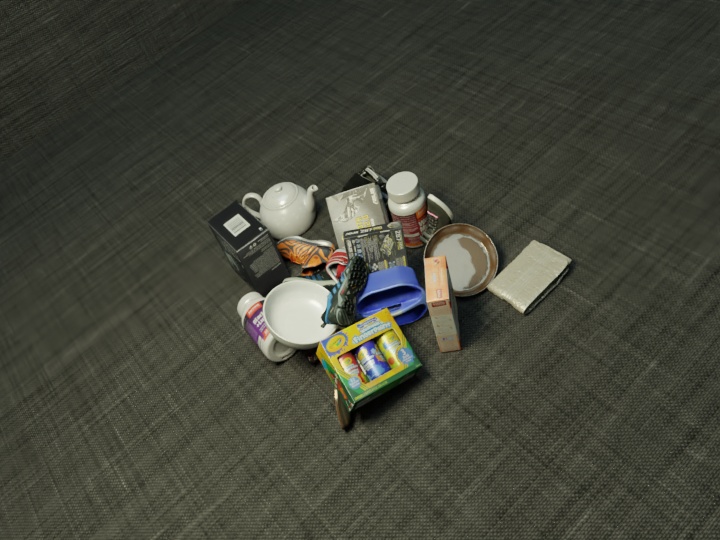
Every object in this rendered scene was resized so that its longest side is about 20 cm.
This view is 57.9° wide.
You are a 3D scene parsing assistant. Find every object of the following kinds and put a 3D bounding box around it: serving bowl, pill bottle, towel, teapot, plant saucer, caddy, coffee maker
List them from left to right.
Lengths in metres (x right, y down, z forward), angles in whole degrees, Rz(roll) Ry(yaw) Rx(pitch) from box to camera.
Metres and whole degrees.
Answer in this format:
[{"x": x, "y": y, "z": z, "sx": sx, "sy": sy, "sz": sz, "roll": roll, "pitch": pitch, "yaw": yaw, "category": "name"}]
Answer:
[{"x": -0.253, "y": 0.145, "z": 1.755, "sx": 0.111, "sy": 0.113, "sz": 0.199, "roll": -37, "pitch": 47, "yaw": -14, "category": "pill bottle"}, {"x": -0.243, "y": -0.205, "z": 2.042, "sx": 0.199, "sy": 0.148, "sz": 0.197, "roll": -38, "pitch": 47, "yaw": -14, "category": "teapot"}, {"x": -0.151, "y": 0.122, "z": 1.649, "sx": 0.194, "sy": 0.067, "sz": 0.203, "roll": 7, "pitch": 47, "yaw": -8, "category": "serving bowl"}, {"x": 0.041, "y": -0.192, "z": 1.951, "sx": 0.199, "sy": 0.134, "sz": 0.194, "roll": 37, "pitch": 93, "yaw": 42, "category": "coffee maker"}, {"x": 0.077, "y": 0.079, "z": 1.667, "sx": 0.195, "sy": 0.143, "sz": 0.106, "roll": -16, "pitch": 42, "yaw": 8, "category": "caddy"}, {"x": 0.137, "y": -0.169, "z": 1.822, "sx": 0.107, "sy": 0.202, "sz": 0.111, "roll": -10, "pitch": 46, "yaw": 11, "category": "pill bottle"}, {"x": 0.264, "y": -0.025, "z": 1.720, "sx": 0.194, "sy": 0.032, "sz": 0.205, "roll": -1, "pitch": 69, "yaw": 3, "category": "plant saucer"}, {"x": 0.433, "y": 0.014, "z": 1.663, "sx": 0.199, "sy": 0.035, "sz": 0.132, "roll": -41, "pitch": 47, "yaw": -15, "category": "towel"}]

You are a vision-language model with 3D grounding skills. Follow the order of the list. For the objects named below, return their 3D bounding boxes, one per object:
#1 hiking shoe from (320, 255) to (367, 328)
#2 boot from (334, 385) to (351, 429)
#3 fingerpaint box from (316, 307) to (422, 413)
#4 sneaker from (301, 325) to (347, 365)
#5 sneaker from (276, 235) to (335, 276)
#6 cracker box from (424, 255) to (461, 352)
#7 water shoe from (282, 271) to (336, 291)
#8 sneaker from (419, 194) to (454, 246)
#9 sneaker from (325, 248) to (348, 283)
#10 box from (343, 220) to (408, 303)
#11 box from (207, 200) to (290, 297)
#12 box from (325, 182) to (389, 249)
[{"x": -0.045, "y": 0.046, "z": 1.620, "sx": 0.085, "sy": 0.075, "sz": 0.203, "roll": -9, "pitch": 46, "yaw": 36, "category": "hiking shoe"}, {"x": -0.014, "y": 0.278, "z": 1.568, "sx": 0.094, "sy": 0.075, "sz": 0.204, "roll": -7, "pitch": 60, "yaw": 5, "category": "boot"}, {"x": 0.020, "y": 0.209, "z": 1.544, "sx": 0.197, "sy": 0.074, "sz": 0.169, "roll": -23, "pitch": 67, "yaw": -24, "category": "fingerpaint box"}, {"x": -0.080, "y": 0.200, "z": 1.677, "sx": 0.197, "sy": 0.076, "sz": 0.117, "roll": 12, "pitch": 59, "yaw": 42, "category": "sneaker"}, {"x": -0.176, "y": -0.035, "z": 1.911, "sx": 0.195, "sy": 0.078, "sz": 0.114, "roll": 1, "pitch": 49, "yaw": 21, "category": "sneaker"}, {"x": 0.200, "y": 0.083, "z": 1.573, "sx": 0.056, "sy": 0.202, "sz": 0.136, "roll": -9, "pitch": 47, "yaw": 12, "category": "cracker box"}, {"x": -0.123, "y": 0.044, "z": 1.841, "sx": 0.195, "sy": 0.073, "sz": 0.079, "roll": 4, "pitch": 29, "yaw": 19, "category": "water shoe"}, {"x": 0.200, "y": -0.119, "z": 1.768, "sx": 0.099, "sy": 0.201, "sz": 0.070, "roll": -46, "pitch": 57, "yaw": -8, "category": "sneaker"}, {"x": 0.000, "y": 0.000, "z": 1.776, "sx": 0.195, "sy": 0.073, "sz": 0.113, "roll": 11, "pitch": 25, "yaw": 15, "category": "sneaker"}, {"x": 0.047, "y": -0.018, "z": 1.710, "sx": 0.157, "sy": 0.204, "sz": 0.049, "roll": -10, "pitch": 28, "yaw": 4, "category": "box"}, {"x": -0.326, "y": -0.061, "z": 1.906, "sx": 0.117, "sy": 0.202, "sz": 0.196, "roll": -37, "pitch": 47, "yaw": -16, "category": "box"}, {"x": 0.002, "y": -0.130, "z": 1.841, "sx": 0.155, "sy": 0.205, "sz": 0.048, "roll": -14, "pitch": 4, "yaw": 19, "category": "box"}]
